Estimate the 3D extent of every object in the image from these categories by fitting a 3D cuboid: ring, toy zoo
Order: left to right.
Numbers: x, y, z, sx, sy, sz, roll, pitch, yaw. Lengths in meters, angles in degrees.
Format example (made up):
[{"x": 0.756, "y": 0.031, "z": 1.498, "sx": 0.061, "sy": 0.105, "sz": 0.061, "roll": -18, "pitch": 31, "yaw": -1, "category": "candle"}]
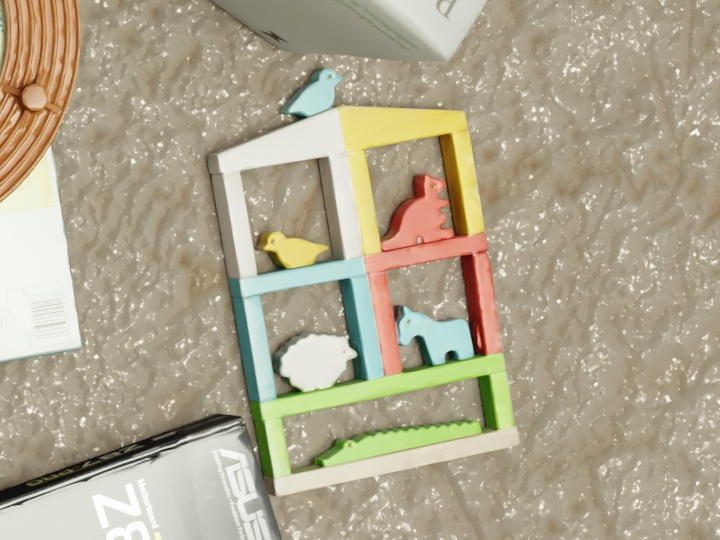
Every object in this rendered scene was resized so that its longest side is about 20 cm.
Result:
[{"x": -0.223, "y": -0.109, "z": 1.298, "sx": 0.200, "sy": 0.019, "sz": 0.201, "roll": 0, "pitch": 89, "yaw": -16, "category": "ring"}, {"x": 0.000, "y": 0.000, "z": 1.410, "sx": 0.131, "sy": 0.020, "sz": 0.200, "roll": -10, "pitch": 94, "yaw": -18, "category": "toy zoo"}]

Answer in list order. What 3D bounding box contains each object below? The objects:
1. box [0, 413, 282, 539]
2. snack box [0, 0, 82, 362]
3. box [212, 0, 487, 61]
[{"x": -0.104, "y": 0.187, "z": 1.363, "sx": 0.161, "sy": 0.049, "sz": 0.200, "roll": -18, "pitch": 96, "yaw": -20, "category": "box"}, {"x": -0.202, "y": -0.053, "z": 1.334, "sx": 0.116, "sy": 0.037, "sz": 0.200, "roll": -9, "pitch": 93, "yaw": -18, "category": "snack box"}, {"x": -0.031, "y": -0.217, "z": 1.295, "sx": 0.199, "sy": 0.200, "sz": 0.172, "roll": 35, "pitch": 82, "yaw": -24, "category": "box"}]
